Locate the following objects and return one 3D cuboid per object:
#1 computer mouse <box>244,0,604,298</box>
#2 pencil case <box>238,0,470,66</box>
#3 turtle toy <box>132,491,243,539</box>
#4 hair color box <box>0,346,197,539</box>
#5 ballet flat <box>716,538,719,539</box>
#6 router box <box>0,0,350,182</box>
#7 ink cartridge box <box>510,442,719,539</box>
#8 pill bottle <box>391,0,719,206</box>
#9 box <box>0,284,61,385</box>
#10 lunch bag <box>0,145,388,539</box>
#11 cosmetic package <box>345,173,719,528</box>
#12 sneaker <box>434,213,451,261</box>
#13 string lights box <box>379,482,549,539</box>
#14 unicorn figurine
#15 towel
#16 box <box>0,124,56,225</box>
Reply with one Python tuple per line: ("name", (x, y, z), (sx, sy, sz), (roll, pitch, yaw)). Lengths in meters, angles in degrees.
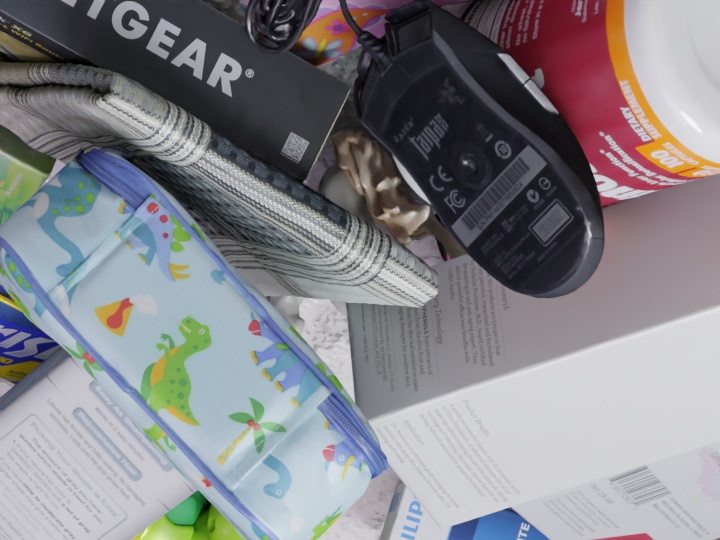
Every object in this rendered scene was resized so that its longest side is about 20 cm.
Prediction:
("computer mouse", (0.051, -0.094, 1.104), (0.200, 0.046, 0.141), (45, 131, 10))
("pencil case", (0.037, -0.159, 1.151), (0.199, 0.088, 0.087), (-21, 131, 34))
("turtle toy", (-0.111, 0.144, 1.529), (0.199, 0.101, 0.146), (20, 154, 42))
("hair color box", (-0.132, 0.084, 1.384), (0.200, 0.061, 0.099), (-37, 99, 32))
("ballet flat", (0.198, 0.129, 1.470), (0.072, 0.072, 0.200), (23, 141, -13))
("router box", (-0.118, -0.106, 1.212), (0.199, 0.052, 0.157), (29, 172, -14))
("ink cartridge box", (0.180, 0.074, 1.332), (0.199, 0.086, 0.148), (-23, 149, 14))
("pill bottle", (0.104, -0.085, 1.180), (0.113, 0.114, 0.199), (35, 151, -26))
("box", (-0.166, 0.028, 1.445), (0.199, 0.070, 0.064), (28, 135, -19))
("lunch bag", (-0.079, 0.040, 1.170), (0.200, 0.082, 0.161), (46, 170, 3))
("cosmetic package", (0.105, 0.040, 1.227), (0.199, 0.085, 0.108), (-19, 139, 15))
("sneaker", (0.084, -0.014, 1.331), (0.095, 0.079, 0.200), (26, 140, 2))
("string lights box", (0.110, 0.180, 1.525), (0.199, 0.059, 0.103), (18, 173, 0))
("unicorn figurine", (0.000, 0.000, 1.343), (0.137, 0.074, 0.201), (45, 140, 26))
("towel", (-0.083, -0.038, 1.212), (0.192, 0.035, 0.200), (31, 171, -27))
("box", (-0.269, -0.060, 1.301), (0.199, 0.036, 0.144), (26, 133, -17))
